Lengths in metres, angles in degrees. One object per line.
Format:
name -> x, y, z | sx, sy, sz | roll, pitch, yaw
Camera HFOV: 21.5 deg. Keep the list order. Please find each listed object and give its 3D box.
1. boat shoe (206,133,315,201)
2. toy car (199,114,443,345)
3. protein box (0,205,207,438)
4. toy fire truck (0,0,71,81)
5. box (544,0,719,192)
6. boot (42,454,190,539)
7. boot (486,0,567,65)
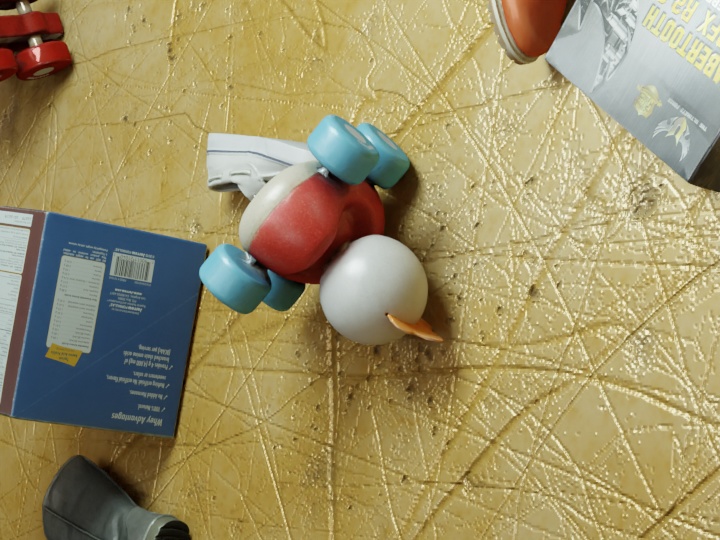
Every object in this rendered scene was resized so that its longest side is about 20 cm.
boat shoe -> -0.089, -0.093, 1.817 | 0.199, 0.072, 0.066 | 11, 94, 50
toy car -> 0.000, 0.000, 1.663 | 0.200, 0.177, 0.185 | 45, 103, 13
protein box -> -0.284, 0.051, 1.905 | 0.134, 0.198, 0.201 | 8, 87, 49
toy fire truck -> -0.440, -0.255, 2.163 | 0.167, 0.199, 0.113 | -24, 85, 39
box -> 0.248, -0.180, 1.471 | 0.200, 0.048, 0.159 | 49, 117, 43
boot -> -0.267, 0.297, 1.928 | 0.199, 0.072, 0.183 | 17, 80, 42
boot -> 0.167, -0.270, 1.569 | 0.107, 0.075, 0.202 | 5, 84, 44
